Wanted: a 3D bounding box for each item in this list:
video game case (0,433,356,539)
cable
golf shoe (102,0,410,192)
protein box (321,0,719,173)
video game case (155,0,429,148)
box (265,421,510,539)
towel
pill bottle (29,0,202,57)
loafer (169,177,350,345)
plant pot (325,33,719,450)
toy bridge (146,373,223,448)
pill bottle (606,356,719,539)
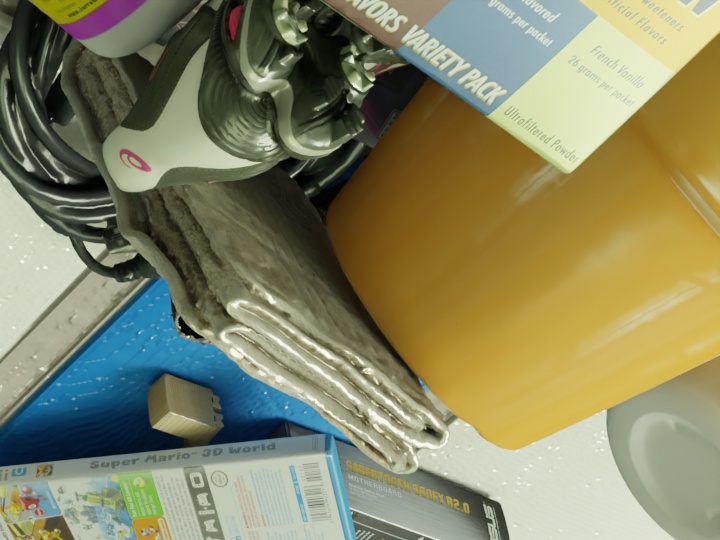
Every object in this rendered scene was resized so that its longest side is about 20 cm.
[{"bbox_3d":[-0.102,0.150,1.164,0.200,0.018,0.143,-6,130,6],"label":"video game case"},{"bbox_3d":[-0.062,-0.085,0.954,0.200,0.051,0.163,-25,129,1],"label":"cable"},{"bbox_3d":[-0.031,-0.088,0.809,0.088,0.200,0.077,-24,102,25],"label":"golf shoe"},{"bbox_3d":[0.068,-0.184,0.737,0.135,0.199,0.200,31,114,-37],"label":"protein box"},{"bbox_3d":[-0.010,-0.133,0.895,0.200,0.019,0.143,24,112,-30],"label":"video game case"},{"bbox_3d":[-0.037,0.180,1.250,0.158,0.048,0.200,23,128,-32],"label":"box"},{"bbox_3d":[-0.045,-0.009,0.855,0.034,0.200,0.133,-43,127,10],"label":"towel"},{"bbox_3d":[-0.129,-0.173,0.772,0.104,0.104,0.200,-38,115,26],"label":"pill bottle"},{"bbox_3d":[0.000,0.000,1.007,0.200,0.071,0.073,-16,123,23],"label":"loafer"},{"bbox_3d":[0.094,-0.032,0.867,0.183,0.200,0.200,-39,134,13],"label":"plant pot"},{"bbox_3d":[-0.134,0.130,1.186,0.067,0.027,0.200,22,128,-34],"label":"toy bridge"},{"bbox_3d":[0.221,0.047,1.075,0.200,0.111,0.111,-34,149,-32],"label":"pill bottle"}]
